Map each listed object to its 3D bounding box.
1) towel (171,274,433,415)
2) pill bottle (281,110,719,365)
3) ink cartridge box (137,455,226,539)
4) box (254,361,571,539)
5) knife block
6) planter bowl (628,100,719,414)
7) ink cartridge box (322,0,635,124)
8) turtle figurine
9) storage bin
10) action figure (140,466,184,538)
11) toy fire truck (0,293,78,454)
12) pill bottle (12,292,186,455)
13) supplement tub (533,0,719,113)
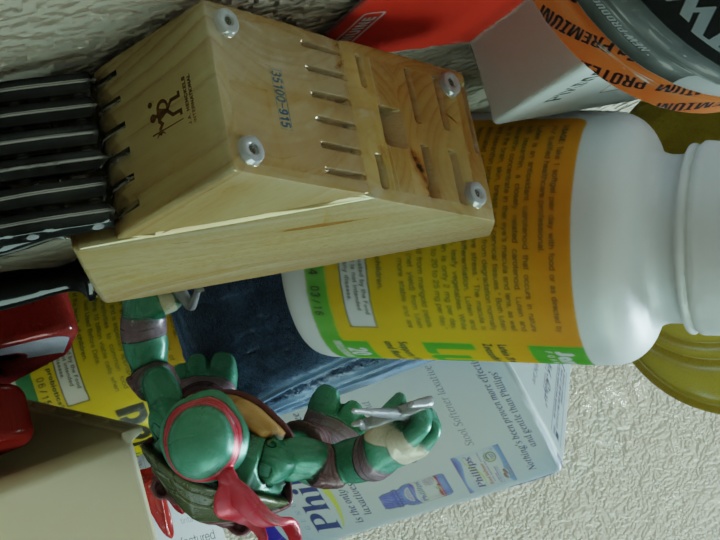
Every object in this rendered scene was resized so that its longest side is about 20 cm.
[{"bbox_3d":[0.000,0.000,0.834,0.200,0.112,0.049,-19,179,-5],"label":"towel"},{"bbox_3d":[0.075,-0.014,0.726,0.200,0.111,0.111,1,178,21],"label":"pill bottle"},{"bbox_3d":[-0.179,0.124,1.028,0.084,0.200,0.144,-27,167,40],"label":"ink cartridge box"},{"bbox_3d":[0.021,0.057,1.014,0.200,0.105,0.184,-19,-154,22],"label":"box"},{"bbox_3d":[-0.074,-0.028,0.618,0.175,0.064,0.200,-25,158,39],"label":"knife block"},{"bbox_3d":[0.176,-0.035,0.797,0.200,0.201,0.083,-23,150,37],"label":"planter bowl"},{"bbox_3d":[0.096,-0.105,0.602,0.173,0.044,0.200,-13,171,-30],"label":"ink cartridge box"},{"bbox_3d":[-0.050,0.060,0.697,0.101,0.150,0.200,-54,174,-5],"label":"turtle figurine"},{"bbox_3d":[-0.217,0.135,0.746,0.200,0.094,0.198,-19,-168,-33],"label":"storage bin"},{"bbox_3d":[-0.199,0.149,0.910,0.200,0.052,0.065,-10,-165,5],"label":"action figure"},{"bbox_3d":[-0.229,0.047,0.720,0.200,0.112,0.168,-14,172,-18],"label":"toy fire truck"},{"bbox_3d":[-0.094,0.036,0.912,0.200,0.113,0.113,-17,172,7],"label":"pill bottle"},{"bbox_3d":[0.118,-0.110,0.334,0.122,0.123,0.200,-12,170,-27],"label":"supplement tub"}]
